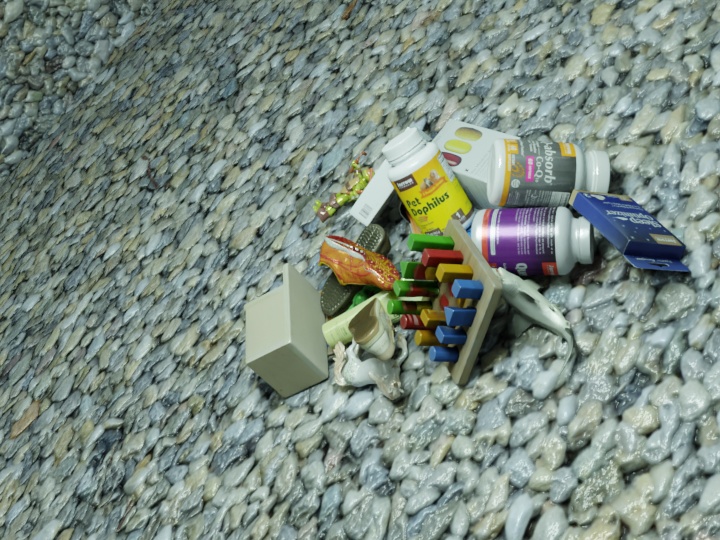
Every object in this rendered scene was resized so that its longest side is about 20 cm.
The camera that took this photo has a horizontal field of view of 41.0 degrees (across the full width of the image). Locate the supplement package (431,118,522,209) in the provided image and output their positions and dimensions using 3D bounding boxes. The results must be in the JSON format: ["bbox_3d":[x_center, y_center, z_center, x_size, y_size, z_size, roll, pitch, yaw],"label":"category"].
[{"bbox_3d":[0.224,-0.195,1.830,0.114,0.110,0.199,-50,39,-12],"label":"supplement package"}]

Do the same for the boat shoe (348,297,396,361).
[{"bbox_3d":[0.026,0.104,1.657,0.072,0.065,0.200,-43,11,6],"label":"boat shoe"}]

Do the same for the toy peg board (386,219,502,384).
[{"bbox_3d":[0.128,0.050,1.609,0.200,0.096,0.203,-117,36,-51],"label":"toy peg board"}]

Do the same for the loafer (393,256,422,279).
[{"bbox_3d":[0.135,-0.004,1.755,0.197,0.064,0.072,10,36,42],"label":"loafer"}]

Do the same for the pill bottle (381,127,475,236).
[{"bbox_3d":[0.122,-0.156,1.771,0.108,0.202,0.109,-31,15,9],"label":"pill bottle"}]

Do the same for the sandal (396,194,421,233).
[{"bbox_3d":[0.115,-0.123,1.895,0.078,0.059,0.209,-30,41,12],"label":"sandal"}]

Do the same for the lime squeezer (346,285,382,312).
[{"bbox_3d":[0.021,0.060,1.824,0.197,0.038,0.072,-25,73,19],"label":"lime squeezer"}]

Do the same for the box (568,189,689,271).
[{"bbox_3d":[0.433,-0.066,1.538,0.201,0.119,0.033,59,137,50],"label":"box"}]

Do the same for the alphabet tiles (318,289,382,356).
[{"bbox_3d":[-0.043,0.093,1.870,0.197,0.008,0.170,-17,45,28],"label":"alphabet tiles"}]

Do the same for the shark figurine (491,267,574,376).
[{"bbox_3d":[0.285,0.084,1.570,0.215,0.127,0.090,46,113,34],"label":"shark figurine"}]

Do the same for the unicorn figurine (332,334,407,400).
[{"bbox_3d":[0.030,0.167,1.700,0.198,0.073,0.140,-22,47,45],"label":"unicorn figurine"}]

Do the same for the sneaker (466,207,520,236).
[{"bbox_3d":[0.226,-0.070,1.741,0.197,0.078,0.067,-17,46,30],"label":"sneaker"}]

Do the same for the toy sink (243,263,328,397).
[{"bbox_3d":[-0.144,0.112,1.827,0.111,0.130,0.203,-25,44,20],"label":"toy sink"}]

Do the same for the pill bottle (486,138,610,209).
[{"bbox_3d":[0.321,-0.164,1.659,0.195,0.118,0.118,3,47,-1],"label":"pill bottle"}]

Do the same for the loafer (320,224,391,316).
[{"bbox_3d":[-0.002,0.008,1.860,0.201,0.067,0.076,-53,47,11],"label":"loafer"}]

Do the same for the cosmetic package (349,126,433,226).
[{"bbox_3d":[0.063,-0.188,1.901,0.201,0.051,0.151,-55,-4,12],"label":"cosmetic package"}]

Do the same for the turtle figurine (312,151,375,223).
[{"bbox_3d":[-0.023,-0.172,2.054,0.160,0.065,0.201,-35,26,16],"label":"turtle figurine"}]

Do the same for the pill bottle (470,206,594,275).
[{"bbox_3d":[0.290,-0.048,1.620,0.196,0.113,0.114,-1,52,20],"label":"pill bottle"}]

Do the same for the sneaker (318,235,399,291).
[{"bbox_3d":[0.000,0.000,1.785,0.199,0.072,0.079,30,113,43],"label":"sneaker"}]

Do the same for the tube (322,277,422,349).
[{"bbox_3d":[0.023,0.080,1.774,0.197,0.058,0.053,-26,49,15],"label":"tube"}]
